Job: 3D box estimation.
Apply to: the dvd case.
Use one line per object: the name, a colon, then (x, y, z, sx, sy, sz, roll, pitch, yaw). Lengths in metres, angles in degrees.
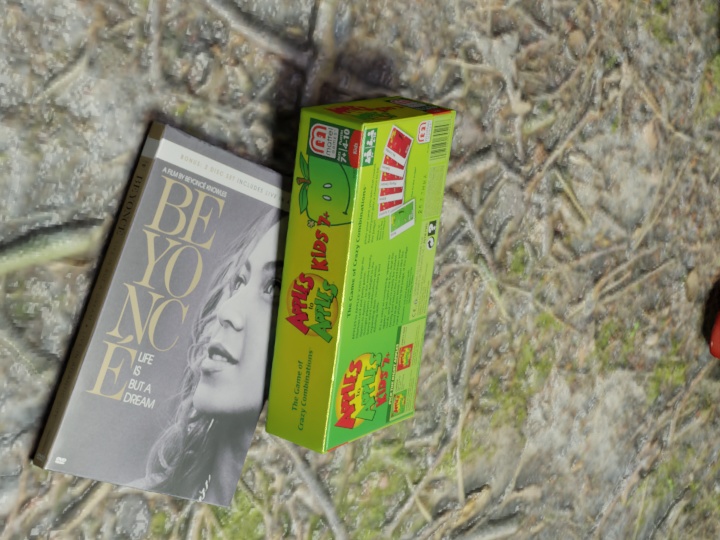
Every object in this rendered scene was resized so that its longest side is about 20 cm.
dvd case: (-0.096, 0.031, 0.939, 0.148, 0.016, 0.201, 21, 87, -47)

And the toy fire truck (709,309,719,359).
toy fire truck: (0.381, 0.034, 1.383, 0.201, 0.112, 0.168, -68, 156, -3)

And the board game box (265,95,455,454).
board game box: (0.000, 0.000, 0.988, 0.101, 0.047, 0.201, -15, 117, -53)
